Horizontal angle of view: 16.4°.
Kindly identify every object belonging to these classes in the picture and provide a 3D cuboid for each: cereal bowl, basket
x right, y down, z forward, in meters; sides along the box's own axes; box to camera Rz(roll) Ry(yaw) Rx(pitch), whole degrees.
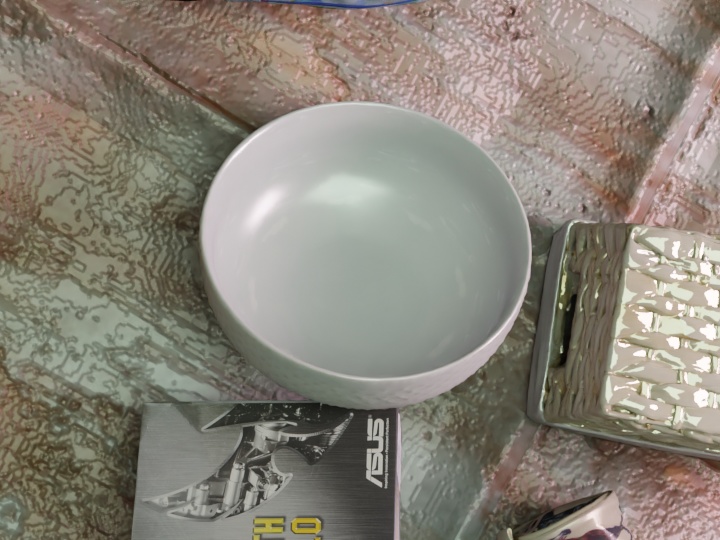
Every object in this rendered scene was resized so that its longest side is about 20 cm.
[{"bbox_3d":[0.000,0.000,1.507,0.198,0.083,0.201,3,59,-5],"label":"cereal bowl"},{"bbox_3d":[0.220,0.048,1.557,0.199,0.123,0.137,11,86,-12],"label":"basket"}]

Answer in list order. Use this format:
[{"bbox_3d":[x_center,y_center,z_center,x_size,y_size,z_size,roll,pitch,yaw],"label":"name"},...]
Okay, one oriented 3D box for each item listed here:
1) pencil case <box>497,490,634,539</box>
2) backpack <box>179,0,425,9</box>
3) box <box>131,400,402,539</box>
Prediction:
[{"bbox_3d":[0.157,0.234,1.563,0.089,0.078,0.201,-29,97,-32],"label":"pencil case"},{"bbox_3d":[-0.003,-0.230,1.508,0.199,0.154,0.164,12,80,-26],"label":"backpack"},{"bbox_3d":[-0.055,0.174,1.461,0.157,0.048,0.201,1,60,4],"label":"box"}]
